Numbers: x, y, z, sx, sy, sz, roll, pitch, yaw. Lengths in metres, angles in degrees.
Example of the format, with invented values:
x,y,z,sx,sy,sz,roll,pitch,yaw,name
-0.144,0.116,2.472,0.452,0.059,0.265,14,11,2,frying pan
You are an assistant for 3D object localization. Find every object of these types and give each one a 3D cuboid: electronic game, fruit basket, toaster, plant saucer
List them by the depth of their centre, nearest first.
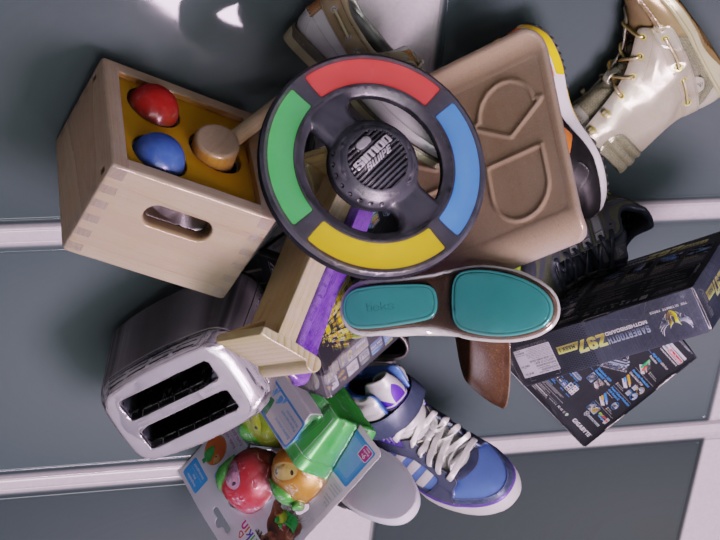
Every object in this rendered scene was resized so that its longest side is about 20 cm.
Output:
x,y,z,sx,sy,sz,roll,pitch,yaw,name
0.011,-0.089,1.451,0.200,0.042,0.200,4,74,-14,electronic game
-0.165,0.094,1.622,0.200,0.129,0.114,-24,113,14,toaster
0.111,0.033,1.637,0.037,0.200,0.201,-4,121,-2,plant saucer
-0.089,0.188,1.693,0.200,0.185,0.094,-45,138,10,fruit basket

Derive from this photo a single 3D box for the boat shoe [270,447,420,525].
x,y,z,sx,sy,sz,roll,pitch,yaw,name
-0.010,0.207,1.734,0.069,0.200,0.057,-47,137,-18,boat shoe

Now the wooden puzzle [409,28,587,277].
x,y,z,sx,sy,sz,roll,pitch,yaw,name
0.113,-0.093,1.552,0.185,0.200,0.046,-23,161,34,wooden puzzle

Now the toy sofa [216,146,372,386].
x,y,z,sx,sy,sz,roll,pitch,yaw,name
-0.036,-0.002,1.492,0.098,0.083,0.200,33,66,-27,toy sofa

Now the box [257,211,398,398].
x,y,z,sx,sy,sz,roll,pitch,yaw,name
0.000,0.000,1.633,0.200,0.049,0.161,-39,132,-34,box

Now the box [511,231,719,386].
x,y,z,sx,sy,sz,roll,pitch,yaw,name
0.254,0.034,1.630,0.200,0.158,0.051,-19,103,30,box

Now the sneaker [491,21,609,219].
x,y,z,sx,sy,sz,roll,pitch,yaw,name
0.162,-0.128,1.623,0.090,0.070,0.200,-31,109,-26,sneaker

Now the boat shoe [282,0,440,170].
x,y,z,sx,sy,sz,roll,pitch,yaw,name
0.023,-0.170,1.529,0.200,0.075,0.068,42,105,7,boat shoe

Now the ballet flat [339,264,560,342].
x,y,z,sx,sy,sz,roll,pitch,yaw,name
0.083,0.032,1.525,0.200,0.069,0.069,-2,125,17,ballet flat

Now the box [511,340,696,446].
x,y,z,sx,sy,sz,roll,pitch,yaw,name
0.239,0.075,1.813,0.159,0.046,0.200,-40,123,8,box

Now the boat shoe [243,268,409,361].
x,y,z,sx,sy,sz,roll,pitch,yaw,name
-0.039,0.046,1.698,0.200,0.057,0.067,14,114,-25,boat shoe

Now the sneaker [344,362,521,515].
x,y,z,sx,sy,sz,roll,pitch,yaw,name
0.058,0.160,1.711,0.081,0.200,0.146,-52,144,-17,sneaker

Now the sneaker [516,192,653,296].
x,y,z,sx,sy,sz,roll,pitch,yaw,name
0.214,-0.021,1.667,0.200,0.081,0.074,-45,131,-38,sneaker

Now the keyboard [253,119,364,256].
x,y,z,sx,sy,sz,roll,pitch,yaw,name
-0.045,-0.078,1.580,0.011,0.056,0.200,42,72,-5,keyboard

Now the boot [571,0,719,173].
x,y,z,sx,sy,sz,roll,pitch,yaw,name
0.252,-0.196,1.642,0.155,0.072,0.200,-39,126,9,boot

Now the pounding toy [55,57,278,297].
x,y,z,sx,sy,sz,roll,pitch,yaw,name
-0.148,-0.098,1.519,0.200,0.184,0.142,18,125,-27,pounding toy
